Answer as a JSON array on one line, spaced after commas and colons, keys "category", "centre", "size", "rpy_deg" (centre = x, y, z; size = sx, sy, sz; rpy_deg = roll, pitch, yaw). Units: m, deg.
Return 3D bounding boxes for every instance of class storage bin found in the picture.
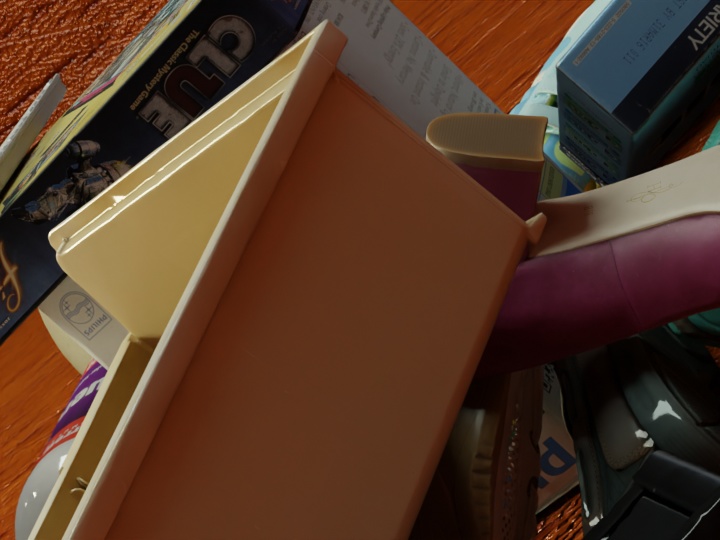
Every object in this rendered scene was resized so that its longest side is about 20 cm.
[{"category": "storage bin", "centre": [-0.062, 0.062, 0.701], "size": [0.198, 0.094, 0.201], "rpy_deg": [-30, 30, 51]}]

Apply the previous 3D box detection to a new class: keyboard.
[{"category": "keyboard", "centre": [-0.154, -0.031, 0.949], "size": [0.056, 0.011, 0.200], "rpy_deg": [-45, 11, 17]}]

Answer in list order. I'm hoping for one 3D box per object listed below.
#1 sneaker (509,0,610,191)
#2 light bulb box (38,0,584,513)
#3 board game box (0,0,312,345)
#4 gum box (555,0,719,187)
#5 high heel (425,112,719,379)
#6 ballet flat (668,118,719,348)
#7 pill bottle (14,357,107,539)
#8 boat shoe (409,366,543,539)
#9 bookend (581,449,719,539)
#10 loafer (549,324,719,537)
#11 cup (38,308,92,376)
[{"category": "sneaker", "centre": [0.133, -0.101, 1.134], "size": [0.131, 0.079, 0.200], "rpy_deg": [-56, -3, -37]}, {"category": "light bulb box", "centre": [0.000, 0.000, 0.986], "size": [0.125, 0.200, 0.198], "rpy_deg": [-41, 12, 26]}, {"category": "board game box", "centre": [-0.093, -0.051, 0.903], "size": [0.200, 0.035, 0.136], "rpy_deg": [-44, 12, 20]}, {"category": "gum box", "centre": [0.151, -0.116, 0.980], "size": [0.170, 0.045, 0.200], "rpy_deg": [-49, -9, -1]}, {"category": "high heel", "centre": [0.111, 0.008, 0.779], "size": [0.067, 0.198, 0.096], "rpy_deg": [-79, -6, -58]}, {"category": "ballet flat", "centre": [0.164, -0.049, 0.894], "size": [0.201, 0.067, 0.070], "rpy_deg": [-57, 12, -17]}, {"category": "pill bottle", "centre": [-0.109, 0.110, 1.207], "size": [0.112, 0.112, 0.200], "rpy_deg": [-41, 12, 21]}, {"category": "boat shoe", "centre": [0.032, 0.095, 0.837], "size": [0.070, 0.069, 0.201], "rpy_deg": [7, 75, 31]}, {"category": "bookend", "centre": [0.048, 0.128, 0.652], "size": [0.200, 0.092, 0.199], "rpy_deg": [-46, 11, -5]}, {"category": "loafer", "centre": [0.091, 0.046, 0.850], "size": [0.063, 0.072, 0.200], "rpy_deg": [-49, 13, 12]}, {"category": "cup", "centre": [-0.070, -0.013, 1.343], "size": [0.200, 0.200, 0.143], "rpy_deg": [-49, 25, -19]}]
